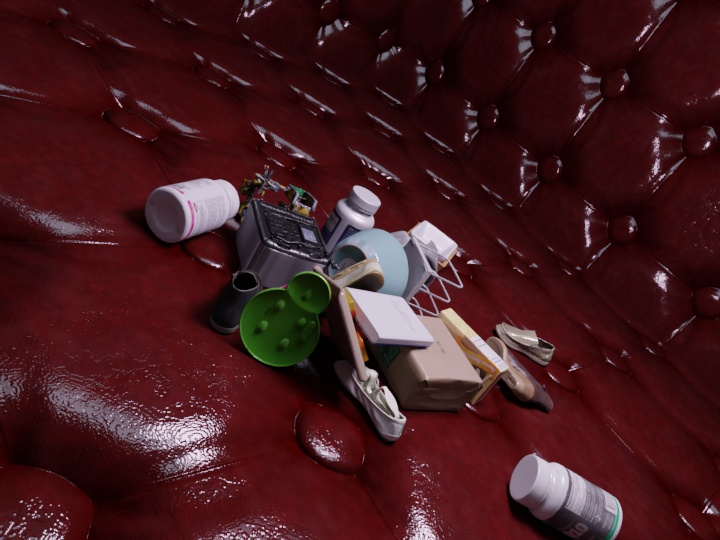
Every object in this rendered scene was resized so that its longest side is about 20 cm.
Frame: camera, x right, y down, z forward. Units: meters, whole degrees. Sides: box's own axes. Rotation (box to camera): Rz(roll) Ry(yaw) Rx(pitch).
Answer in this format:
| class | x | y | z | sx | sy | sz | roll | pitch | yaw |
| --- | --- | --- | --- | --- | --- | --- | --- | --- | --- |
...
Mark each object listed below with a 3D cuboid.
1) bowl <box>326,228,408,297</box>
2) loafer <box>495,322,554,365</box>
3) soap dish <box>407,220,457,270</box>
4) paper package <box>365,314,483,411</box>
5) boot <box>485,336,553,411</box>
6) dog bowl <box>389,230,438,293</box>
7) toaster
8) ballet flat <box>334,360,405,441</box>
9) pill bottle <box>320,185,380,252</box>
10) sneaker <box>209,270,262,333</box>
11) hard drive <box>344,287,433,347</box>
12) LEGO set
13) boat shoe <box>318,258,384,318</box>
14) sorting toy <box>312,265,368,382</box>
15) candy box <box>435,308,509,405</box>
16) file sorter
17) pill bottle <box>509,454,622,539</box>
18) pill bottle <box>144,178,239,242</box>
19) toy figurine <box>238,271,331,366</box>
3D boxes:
| class | x | y | z | sx | sy | sz | roll | pitch | yaw |
| --- | --- | --- | --- | --- | --- | --- | --- | --- | --- |
| bowl | 0.000 | 0.000 | 1.355 | 0.201 | 0.202 | 0.105 | 47 | 21 | 25 |
| loafer | 0.489 | 0.205 | 1.757 | 0.198 | 0.069 | 0.076 | 30 | 26 | -11 |
| soap dish | 0.217 | -0.072 | 1.891 | 0.157 | 0.082 | 0.200 | 38 | 26 | 7 |
| paper package | 0.138 | 0.200 | 1.307 | 0.189 | 0.104 | 0.201 | 12 | 34 | -39 |
| boot | 0.416 | 0.278 | 1.575 | 0.166 | 0.072 | 0.201 | 32 | 22 | -34 |
| dog bowl | 0.109 | -0.009 | 1.534 | 0.198 | 0.200 | 0.059 | 21 | 41 | -26 |
| toaster | -0.171 | -0.047 | 1.339 | 0.179 | 0.119 | 0.201 | 16 | 31 | -32 |
| ballet flat | 0.023 | 0.235 | 1.153 | 0.069 | 0.070 | 0.200 | 1 | 41 | -49 |
| pill bottle | -0.033 | -0.112 | 1.520 | 0.110 | 0.201 | 0.112 | 27 | 27 | -15 |
| sneaker | -0.220 | 0.033 | 1.159 | 0.074 | 0.107 | 0.201 | 30 | 26 | -8 |
| hard drive | 0.057 | 0.098 | 1.208 | 0.199 | 0.025 | 0.132 | 12 | 35 | -52 |
| LEGO set | -0.199 | -0.150 | 1.443 | 0.199 | 0.155 | 0.116 | 30 | 7 | -26 |
| boat shoe | -0.037 | 0.039 | 1.274 | 0.074 | 0.198 | 0.067 | 52 | 22 | -37 |
| sorting toy | -0.035 | 0.096 | 1.154 | 0.036 | 0.187 | 0.200 | -19 | 20 | -12 |
| candy box | 0.240 | 0.202 | 1.409 | 0.200 | 0.116 | 0.055 | 46 | 29 | 22 |
| file sorter | 0.130 | 0.054 | 1.442 | 0.124 | 0.201 | 0.139 | 24 | 27 | -28 |
| pill bottle | 0.404 | 0.456 | 1.177 | 0.198 | 0.114 | 0.113 | 31 | 26 | -7 |
| pill bottle | -0.354 | -0.135 | 1.277 | 0.113 | 0.114 | 0.200 | 38 | 26 | 9 |
| toy figurine | -0.130 | 0.062 | 1.155 | 0.150 | 0.201 | 0.184 | 38 | 12 | -9 |
